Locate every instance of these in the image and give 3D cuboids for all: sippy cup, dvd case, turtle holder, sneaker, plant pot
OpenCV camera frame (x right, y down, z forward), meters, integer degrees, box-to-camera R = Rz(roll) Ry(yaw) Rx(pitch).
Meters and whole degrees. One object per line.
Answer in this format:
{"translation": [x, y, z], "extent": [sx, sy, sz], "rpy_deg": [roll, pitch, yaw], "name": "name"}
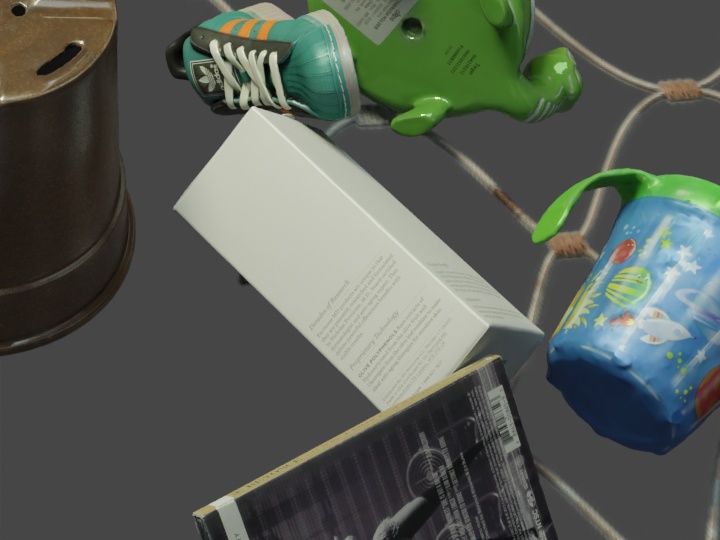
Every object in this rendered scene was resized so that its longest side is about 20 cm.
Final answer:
{"translation": [0.183, 0.034, 1.169], "extent": [0.178, 0.140, 0.130], "rpy_deg": [31, 63, 23], "name": "sippy cup"}
{"translation": [0.018, 0.153, 1.044], "extent": [0.200, 0.016, 0.149], "rpy_deg": [-26, 106, -29], "name": "dvd case"}
{"translation": [0.063, -0.176, 1.294], "extent": [0.185, 0.141, 0.132], "rpy_deg": [13, 34, 9], "name": "turtle holder"}
{"translation": [-0.064, -0.124, 1.225], "extent": [0.080, 0.071, 0.200], "rpy_deg": [-19, 17, -18], "name": "sneaker"}
{"translation": [-0.221, -0.086, 1.121], "extent": [0.200, 0.198, 0.201], "rpy_deg": [6, 53, -8], "name": "plant pot"}

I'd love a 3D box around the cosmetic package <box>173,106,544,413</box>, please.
{"translation": [0.000, 0.000, 1.148], "extent": [0.200, 0.085, 0.108], "rpy_deg": [42, 12, 22], "name": "cosmetic package"}
